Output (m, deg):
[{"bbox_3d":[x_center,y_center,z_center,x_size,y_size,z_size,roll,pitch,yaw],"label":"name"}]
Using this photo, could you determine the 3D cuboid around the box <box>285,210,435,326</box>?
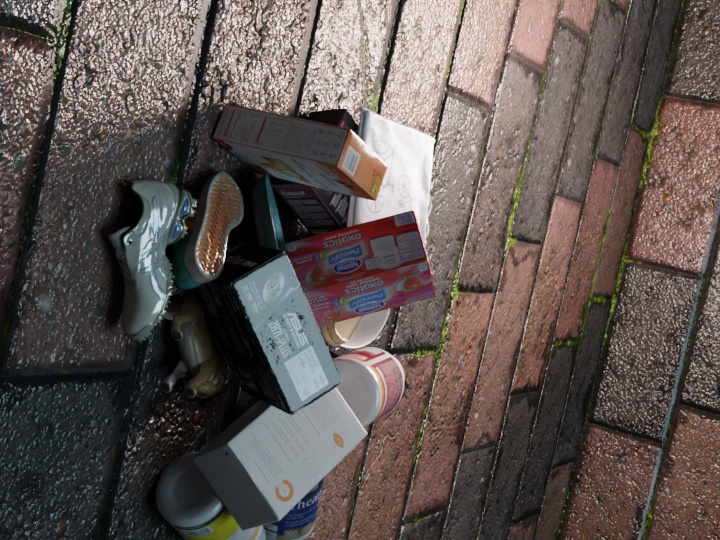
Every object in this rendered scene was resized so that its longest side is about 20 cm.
[{"bbox_3d":[0.000,0.000,1.699,0.096,0.199,0.100,73,2,-52],"label":"box"}]

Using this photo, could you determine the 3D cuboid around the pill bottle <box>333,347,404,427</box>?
[{"bbox_3d":[0.004,0.180,1.819,0.200,0.113,0.113,-9,111,-72],"label":"pill bottle"}]

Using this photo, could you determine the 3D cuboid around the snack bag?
[{"bbox_3d":[0.051,-0.139,1.794,0.200,0.021,0.189,10,84,-53],"label":"snack bag"}]

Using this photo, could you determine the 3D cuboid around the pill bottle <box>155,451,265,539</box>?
[{"bbox_3d":[-0.206,0.349,1.672,0.112,0.112,0.200,-62,150,-25],"label":"pill bottle"}]

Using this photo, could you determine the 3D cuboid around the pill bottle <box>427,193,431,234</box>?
[{"bbox_3d":[0.057,-0.132,1.940,0.113,0.112,0.200,-57,148,-32],"label":"pill bottle"}]

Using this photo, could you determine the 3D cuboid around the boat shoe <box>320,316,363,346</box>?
[{"bbox_3d":[-0.003,0.023,1.798,0.074,0.069,0.200,40,58,-39],"label":"boat shoe"}]

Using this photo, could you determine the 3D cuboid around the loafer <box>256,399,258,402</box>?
[{"bbox_3d":[-0.117,0.176,1.797,0.067,0.076,0.201,-6,109,-61],"label":"loafer"}]

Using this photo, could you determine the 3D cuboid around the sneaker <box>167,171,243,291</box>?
[{"bbox_3d":[-0.212,-0.052,1.521,0.071,0.080,0.200,51,32,-30],"label":"sneaker"}]

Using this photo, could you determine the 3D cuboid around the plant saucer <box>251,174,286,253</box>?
[{"bbox_3d":[-0.123,-0.034,1.638,0.200,0.027,0.201,167,-90,-89],"label":"plant saucer"}]

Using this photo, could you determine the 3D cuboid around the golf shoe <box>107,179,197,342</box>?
[{"bbox_3d":[-0.276,-0.016,1.432,0.097,0.078,0.201,15,86,-43],"label":"golf shoe"}]

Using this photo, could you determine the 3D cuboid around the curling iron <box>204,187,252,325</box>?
[{"bbox_3d":[-0.190,-0.022,1.615,0.050,0.025,0.201,31,74,-69],"label":"curling iron"}]

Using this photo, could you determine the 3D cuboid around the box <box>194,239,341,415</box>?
[{"bbox_3d":[-0.130,0.072,1.544,0.086,0.164,0.200,-31,110,-23],"label":"box"}]

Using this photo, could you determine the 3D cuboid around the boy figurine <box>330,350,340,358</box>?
[{"bbox_3d":[-0.084,0.232,1.901,0.200,0.064,0.124,-58,174,-25],"label":"boy figurine"}]

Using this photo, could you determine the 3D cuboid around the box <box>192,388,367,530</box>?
[{"bbox_3d":[-0.107,0.240,1.597,0.200,0.097,0.125,-38,97,-42],"label":"box"}]

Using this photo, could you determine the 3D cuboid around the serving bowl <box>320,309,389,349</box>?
[{"bbox_3d":[-0.038,0.026,1.860,0.200,0.066,0.201,7,81,-49],"label":"serving bowl"}]

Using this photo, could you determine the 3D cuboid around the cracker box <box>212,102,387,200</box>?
[{"bbox_3d":[-0.080,-0.158,1.569,0.134,0.200,0.058,35,73,-61],"label":"cracker box"}]

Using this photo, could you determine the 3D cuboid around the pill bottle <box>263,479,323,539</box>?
[{"bbox_3d":[-0.110,0.308,1.768,0.111,0.111,0.200,-39,147,-50],"label":"pill bottle"}]

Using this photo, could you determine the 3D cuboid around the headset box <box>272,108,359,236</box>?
[{"bbox_3d":[-0.038,-0.133,1.753,0.200,0.077,0.149,51,52,-41],"label":"headset box"}]

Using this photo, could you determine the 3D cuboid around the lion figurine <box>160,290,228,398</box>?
[{"bbox_3d":[-0.226,0.091,1.556,0.123,0.072,0.201,-48,139,-58],"label":"lion figurine"}]
